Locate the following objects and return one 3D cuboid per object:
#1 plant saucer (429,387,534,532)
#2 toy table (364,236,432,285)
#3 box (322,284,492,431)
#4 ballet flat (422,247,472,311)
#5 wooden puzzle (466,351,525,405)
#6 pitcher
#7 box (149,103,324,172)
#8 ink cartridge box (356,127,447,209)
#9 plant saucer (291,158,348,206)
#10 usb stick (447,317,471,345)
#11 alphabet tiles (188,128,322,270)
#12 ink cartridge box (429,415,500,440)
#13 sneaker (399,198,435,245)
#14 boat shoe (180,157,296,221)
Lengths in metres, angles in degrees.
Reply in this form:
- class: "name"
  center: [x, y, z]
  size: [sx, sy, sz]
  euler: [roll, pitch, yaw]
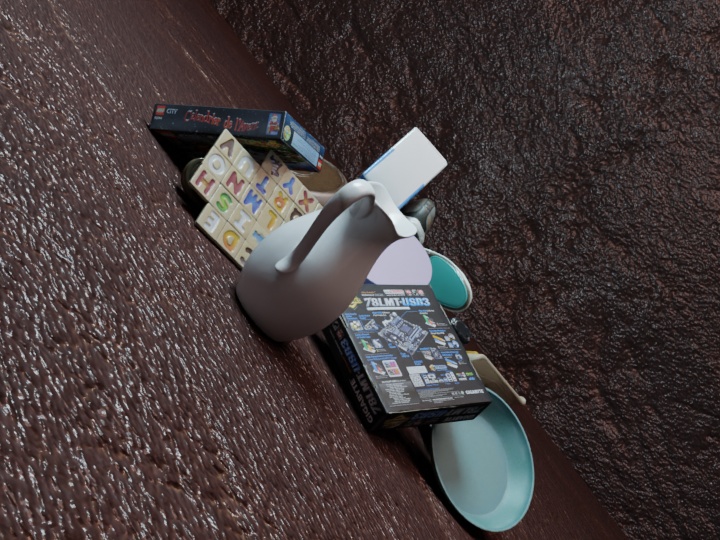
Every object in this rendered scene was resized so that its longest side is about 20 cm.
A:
- class: "plant saucer"
  center: [0.160, 0.259, 1.210]
  size: [0.199, 0.036, 0.202]
  euler: [20, 56, -33]
- class: "toy table"
  center: [0.000, 0.000, 1.297]
  size: [0.199, 0.117, 0.186]
  euler: [24, 48, -40]
- class: "box"
  center: [0.055, 0.108, 1.158]
  size: [0.199, 0.050, 0.200]
  euler: [2, 49, -42]
- class: "ballet flat"
  center: [0.101, -0.001, 1.389]
  size: [0.199, 0.070, 0.069]
  euler: [34, 0, 24]
- class: "wooden puzzle"
  center: [0.169, 0.179, 1.518]
  size: [0.184, 0.038, 0.200]
  euler: [-1, -30, 37]
- class: "pitcher"
  center: [-0.048, -0.018, 0.961]
  size: [0.122, 0.200, 0.171]
  euler: [53, 8, 19]
- class: "box"
  center: [-0.165, -0.179, 1.192]
  size: [0.198, 0.038, 0.136]
  euler: [7, -9, 21]
- class: "ink cartridge box"
  center: [0.033, -0.128, 1.456]
  size: [0.085, 0.144, 0.200]
  euler: [47, -31, -1]
- class: "plant saucer"
  center: [-0.099, -0.142, 1.315]
  size: [0.198, 0.035, 0.201]
  euler: [19, 27, -10]
- class: "usb stick"
  center: [0.106, 0.109, 1.498]
  size: [0.055, 0.033, 0.199]
  euler: [46, -32, -25]
- class: "alphabet tiles"
  center: [-0.125, -0.074, 1.107]
  size: [0.200, 0.008, 0.168]
  euler: [48, 48, -27]
- class: "ink cartridge box"
  center: [0.141, 0.228, 1.369]
  size: [0.116, 0.068, 0.200]
  euler: [49, -2, -16]
- class: "sneaker"
  center: [0.078, -0.067, 1.486]
  size: [0.074, 0.080, 0.200]
  euler: [41, -18, -5]
- class: "boat shoe"
  center: [-0.160, -0.077, 1.139]
  size: [0.200, 0.072, 0.068]
  euler: [38, -15, -35]
